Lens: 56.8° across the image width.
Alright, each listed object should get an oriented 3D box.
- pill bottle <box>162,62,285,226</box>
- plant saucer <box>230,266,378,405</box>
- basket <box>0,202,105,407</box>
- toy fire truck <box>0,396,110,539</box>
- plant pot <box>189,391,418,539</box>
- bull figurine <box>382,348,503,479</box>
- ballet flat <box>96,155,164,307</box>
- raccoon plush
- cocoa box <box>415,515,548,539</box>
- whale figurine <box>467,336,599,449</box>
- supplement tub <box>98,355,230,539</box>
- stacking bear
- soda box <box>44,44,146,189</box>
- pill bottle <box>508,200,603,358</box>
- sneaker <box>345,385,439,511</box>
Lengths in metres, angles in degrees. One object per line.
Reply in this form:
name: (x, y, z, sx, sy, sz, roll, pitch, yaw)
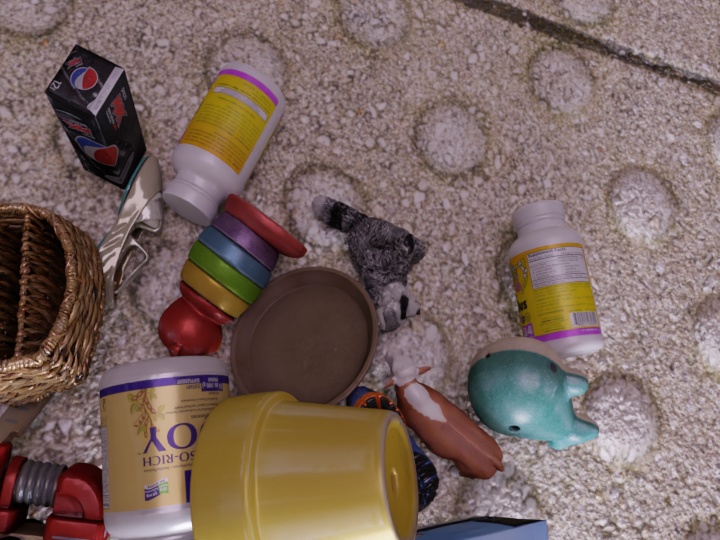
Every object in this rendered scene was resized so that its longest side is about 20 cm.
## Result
pill bottle: (-0.183, -0.165, 0.884, 0.102, 0.104, 0.204, 26, 71, -3)
plant saucer: (-0.069, 0.090, 0.836, 0.193, 0.030, 0.205, -8, 57, 12)
basket: (-0.377, 0.025, 0.729, 0.139, 0.149, 0.205, -18, 61, 14)
toy fire truck: (-0.357, 0.229, 0.746, 0.170, 0.129, 0.207, 9, 83, -8)
plant pot: (-0.044, 0.222, 0.679, 0.183, 0.200, 0.208, -11, 74, 17)
bull figurine: (0.091, 0.186, 0.832, 0.200, 0.122, 0.065, 44, 71, 3)
ballet flat: (-0.290, -0.046, 0.853, 0.068, 0.069, 0.204, 26, 80, -2)
raccoon plush: (0.000, 0.000, 0.906, 0.196, 0.097, 0.137, 24, 84, 27)
cocoa box: (0.111, 0.360, 0.747, 0.195, 0.130, 0.138, 5, 73, -36)
whale figurine: (0.221, 0.177, 0.846, 0.200, 0.157, 0.105, 43, 41, -21)
supplement tub: (-0.208, 0.206, 0.728, 0.140, 0.146, 0.207, -5, 77, -12)
stacking bear: (-0.176, 0.019, 0.834, 0.113, 0.121, 0.203, 37, 83, -26)
soda box: (-0.314, -0.177, 0.811, 0.062, 0.200, 0.072, 24, 71, -2)
pill bottle: (0.262, 0.014, 0.915, 0.101, 0.104, 0.207, -4, 75, -12)
sneaker: (0.038, 0.219, 0.817, 0.074, 0.078, 0.204, -26, 114, -11)
